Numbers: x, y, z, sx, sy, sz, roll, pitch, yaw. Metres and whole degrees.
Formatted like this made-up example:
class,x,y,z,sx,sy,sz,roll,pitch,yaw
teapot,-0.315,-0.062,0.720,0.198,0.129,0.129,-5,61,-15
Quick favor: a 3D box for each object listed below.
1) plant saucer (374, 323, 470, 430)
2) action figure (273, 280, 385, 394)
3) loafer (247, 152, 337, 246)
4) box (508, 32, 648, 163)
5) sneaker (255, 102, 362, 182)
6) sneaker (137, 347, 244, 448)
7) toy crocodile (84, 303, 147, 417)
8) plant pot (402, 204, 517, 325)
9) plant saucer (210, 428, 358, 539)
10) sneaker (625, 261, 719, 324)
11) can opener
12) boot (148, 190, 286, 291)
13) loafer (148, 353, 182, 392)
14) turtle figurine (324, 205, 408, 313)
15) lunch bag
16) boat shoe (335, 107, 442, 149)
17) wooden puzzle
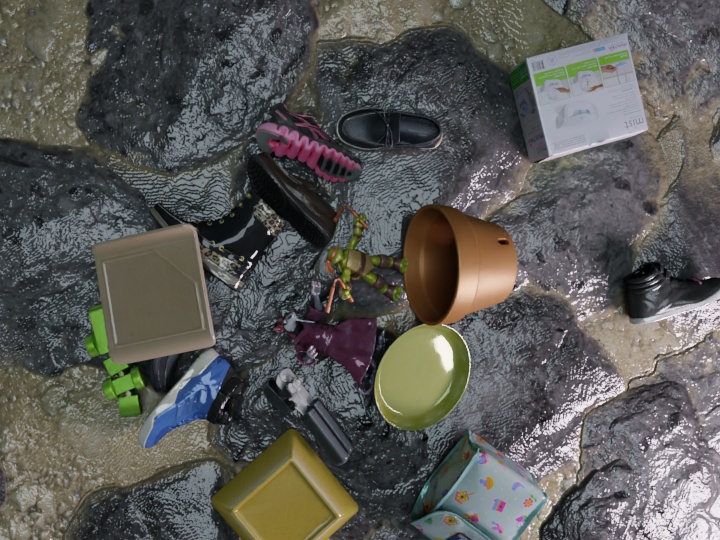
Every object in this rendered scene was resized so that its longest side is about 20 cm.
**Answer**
class,x,y,z,sx,sy,sz,roll,pitch,yaw
plant saucer,0.106,0.186,1.137,0.196,0.031,0.204,-7,107,-24
action figure,-0.056,0.117,1.126,0.196,0.150,0.136,14,63,11
loafer,-0.117,-0.130,1.120,0.200,0.073,0.071,47,52,-5
box,0.394,-0.309,1.157,0.196,0.097,0.180,-16,94,-7
sneaker,-0.081,-0.229,1.116,0.197,0.079,0.097,24,55,-19
sneaker,-0.283,0.245,1.094,0.111,0.077,0.201,39,80,3
toy crocodile,-0.414,0.153,1.090,0.066,0.062,0.203,-21,89,-6
plant pot,0.175,-0.011,1.100,0.137,0.199,0.205,-2,92,-23
plant saucer,-0.133,0.424,1.132,0.199,0.048,0.201,-40,96,-5
sneaker,0.590,0.024,1.200,0.196,0.071,0.101,-19,98,-2
can opener,-0.091,0.261,1.140,0.066,0.053,0.201,-38,94,30
boot,-0.243,-0.083,1.099,0.203,0.073,0.154,41,82,-6
loafer,-0.315,0.109,1.092,0.069,0.068,0.205,8,87,1
turtle figurine,0.000,0.000,1.112,0.159,0.064,0.203,22,61,-25
lunch bag,0.204,0.420,1.139,0.169,0.122,0.201,35,95,-9
boat shoe,0.054,-0.252,1.134,0.196,0.062,0.076,4,93,-6
wooden puzzle,-0.336,0.039,1.045,0.181,0.037,0.204,-11,91,8
